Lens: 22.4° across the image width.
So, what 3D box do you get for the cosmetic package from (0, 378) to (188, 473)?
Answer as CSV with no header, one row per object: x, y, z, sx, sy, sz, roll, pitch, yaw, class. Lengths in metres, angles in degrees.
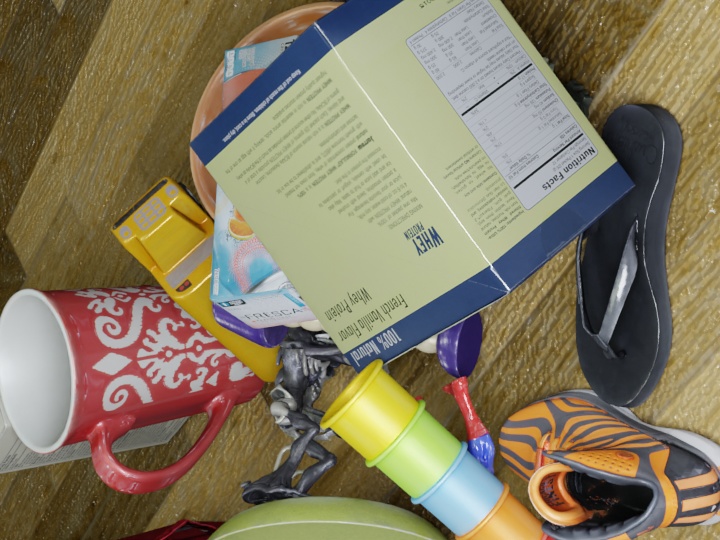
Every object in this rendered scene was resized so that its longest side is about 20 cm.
-0.252,0.110,1.612,0.103,0.200,0.087,-48,59,44,cosmetic package

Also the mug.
-0.183,0.093,1.523,0.133,0.200,0.178,-12,86,51,mug

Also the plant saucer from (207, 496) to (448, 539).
-0.022,0.209,1.355,0.200,0.200,0.031,-36,44,48,plant saucer

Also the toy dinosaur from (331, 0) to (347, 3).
-0.049,-0.265,1.343,0.200,0.136,0.102,7,85,10,toy dinosaur

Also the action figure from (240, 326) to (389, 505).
-0.025,0.101,1.396,0.119,0.102,0.200,75,-154,-57,action figure

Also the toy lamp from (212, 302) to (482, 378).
-0.014,0.038,1.326,0.200,0.058,0.058,8,103,24,toy lamp

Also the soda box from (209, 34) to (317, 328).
-0.061,-0.064,1.305,0.063,0.068,0.200,-9,66,24,soda box

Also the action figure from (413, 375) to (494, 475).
0.080,0.182,1.271,0.200,0.065,0.099,66,159,7,action figure

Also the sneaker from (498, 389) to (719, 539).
0.138,0.126,1.188,0.200,0.112,0.078,5,99,52,sneaker

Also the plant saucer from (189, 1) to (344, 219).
-0.035,-0.106,1.372,0.200,0.037,0.201,-10,67,24,plant saucer

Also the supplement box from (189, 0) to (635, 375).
0.029,-0.069,1.184,0.200,0.134,0.200,54,147,-1,supplement box

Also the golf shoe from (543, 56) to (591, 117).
0.073,-0.138,1.264,0.200,0.077,0.088,54,139,32,golf shoe

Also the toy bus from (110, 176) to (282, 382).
-0.112,0.009,1.425,0.065,0.200,0.078,-41,53,0,toy bus

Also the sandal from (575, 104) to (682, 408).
0.165,-0.009,1.189,0.076,0.043,0.201,14,107,50,sandal

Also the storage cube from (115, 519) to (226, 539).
-0.167,0.314,1.560,0.180,0.171,0.200,-11,87,53,storage cube

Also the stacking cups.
0.065,0.147,1.193,0.200,0.061,0.061,43,136,-3,stacking cups
